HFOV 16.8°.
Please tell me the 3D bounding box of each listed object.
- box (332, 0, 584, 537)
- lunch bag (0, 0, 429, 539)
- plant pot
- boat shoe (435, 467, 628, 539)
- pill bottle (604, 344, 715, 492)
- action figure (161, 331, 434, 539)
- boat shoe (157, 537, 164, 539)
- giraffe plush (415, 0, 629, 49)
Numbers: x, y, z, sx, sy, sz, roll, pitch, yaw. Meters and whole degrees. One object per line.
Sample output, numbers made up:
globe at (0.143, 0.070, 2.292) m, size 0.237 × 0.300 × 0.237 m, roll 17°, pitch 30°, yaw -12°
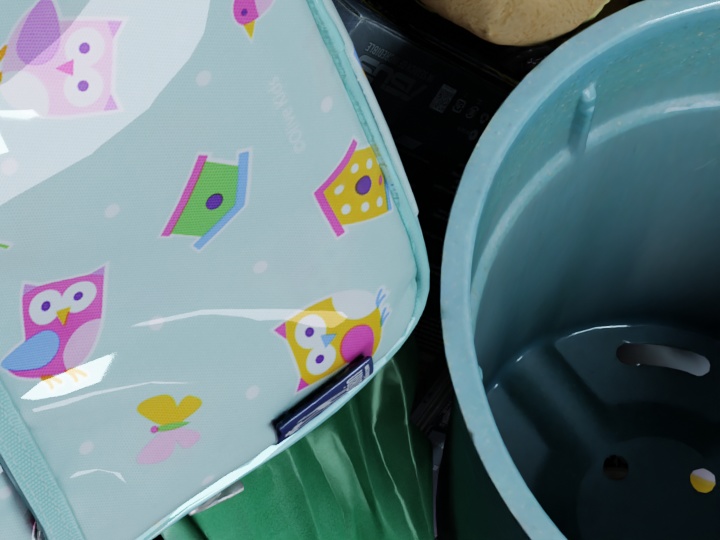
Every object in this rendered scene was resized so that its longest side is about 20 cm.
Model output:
box at (0.000, 0.000, 0.790) m, size 0.200 × 0.051 × 0.158 m, roll 20°, pitch 107°, yaw -51°
lunch bag at (-0.077, -0.017, 0.561) m, size 0.160 × 0.077 × 0.200 m, roll -37°, pitch 132°, yaw -15°
plant pot at (0.109, 0.049, 0.723) m, size 0.200 × 0.200 × 0.196 m, roll -33°, pitch 165°, yaw -18°
boat shoe at (0.035, 0.142, 0.879) m, size 0.200 × 0.072 × 0.076 m, roll -32°, pitch 115°, yaw 9°
pill bottle at (0.139, 0.076, 0.939) m, size 0.112 × 0.112 × 0.201 m, roll -17°, pitch 132°, yaw -34°
action figure at (-0.019, 0.070, 0.737) m, size 0.118 × 0.055 × 0.200 m, roll -30°, pitch 131°, yaw -13°
boat shoe at (-0.087, 0.138, 0.791) m, size 0.199 × 0.065 × 0.073 m, roll -21°, pitch 155°, yaw -13°
giraffe plush at (0.050, -0.134, 0.667) m, size 0.162 × 0.172 × 0.200 m, roll -55°, pitch 177°, yaw 26°
